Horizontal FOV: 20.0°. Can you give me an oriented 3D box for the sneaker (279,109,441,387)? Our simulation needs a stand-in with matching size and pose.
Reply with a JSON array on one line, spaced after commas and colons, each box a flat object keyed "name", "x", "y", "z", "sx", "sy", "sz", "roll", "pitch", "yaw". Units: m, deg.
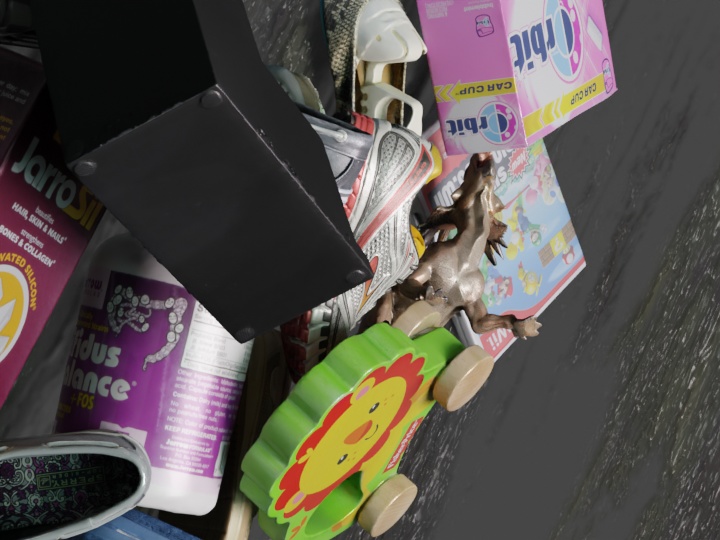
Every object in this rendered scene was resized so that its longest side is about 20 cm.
[{"name": "sneaker", "x": 0.000, "y": 0.000, "z": 1.315, "sx": 0.082, "sy": 0.078, "sz": 0.200, "roll": 10, "pitch": 113, "yaw": -17}]

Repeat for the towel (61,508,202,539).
[{"name": "towel", "x": -0.166, "y": 0.248, "z": 1.268, "sx": 0.049, "sy": 0.111, "sz": 0.200, "roll": 84, "pitch": 30, "yaw": -73}]

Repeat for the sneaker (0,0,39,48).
[{"name": "sneaker", "x": -0.235, "y": -0.192, "z": 1.154, "sx": 0.200, "sy": 0.075, "sz": 0.116, "roll": 2, "pitch": 87, "yaw": -51}]

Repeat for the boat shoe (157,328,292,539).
[{"name": "boat shoe", "x": -0.082, "y": 0.134, "z": 1.358, "sx": 0.064, "sy": 0.071, "sz": 0.201, "roll": 18, "pitch": 83, "yaw": -45}]

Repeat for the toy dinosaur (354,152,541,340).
[{"name": "toy dinosaur", "x": 0.042, "y": 0.015, "z": 1.451, "sx": 0.200, "sy": 0.136, "sz": 0.086, "roll": -36, "pitch": 120, "yaw": 11}]

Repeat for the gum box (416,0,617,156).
[{"name": "gum box", "x": 0.119, "y": -0.164, "z": 1.475, "sx": 0.200, "sy": 0.066, "sz": 0.114, "roll": -33, "pitch": 114, "yaw": -58}]

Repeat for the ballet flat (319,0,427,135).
[{"name": "ballet flat", "x": 0.014, "y": -0.124, "z": 1.409, "sx": 0.068, "sy": 0.075, "sz": 0.201, "roll": -8, "pitch": 102, "yaw": -42}]

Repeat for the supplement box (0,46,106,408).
[{"name": "supplement box", "x": -0.223, "y": -0.018, "z": 1.143, "sx": 0.200, "sy": 0.086, "sz": 0.110, "roll": -63, "pitch": 152, "yaw": -9}]

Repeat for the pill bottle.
[{"name": "pill bottle", "x": -0.123, "y": 0.044, "z": 1.270, "sx": 0.112, "sy": 0.112, "sz": 0.201, "roll": 16, "pitch": 85, "yaw": -46}]

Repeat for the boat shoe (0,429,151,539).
[{"name": "boat shoe", "x": -0.217, "y": 0.129, "z": 1.160, "sx": 0.200, "sy": 0.072, "sz": 0.070, "roll": -11, "pitch": 90, "yaw": -11}]

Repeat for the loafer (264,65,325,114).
[{"name": "loafer", "x": -0.040, "y": -0.050, "z": 1.380, "sx": 0.070, "sy": 0.075, "sz": 0.201, "roll": -43, "pitch": 132, "yaw": -49}]

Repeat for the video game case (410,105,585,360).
[{"name": "video game case", "x": 0.100, "y": -0.045, "z": 1.554, "sx": 0.143, "sy": 0.017, "sz": 0.200, "roll": -44, "pitch": 126, "yaw": -33}]

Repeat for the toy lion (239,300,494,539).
[{"name": "toy lion", "x": -0.011, "y": 0.110, "z": 1.314, "sx": 0.192, "sy": 0.069, "sz": 0.200, "roll": -24, "pitch": 149, "yaw": -49}]

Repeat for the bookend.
[{"name": "bookend", "x": -0.095, "y": -0.099, "z": 1.150, "sx": 0.199, "sy": 0.092, "sz": 0.200, "roll": 50, "pitch": 17, "yaw": -51}]

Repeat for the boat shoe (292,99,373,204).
[{"name": "boat shoe", "x": -0.086, "y": -0.108, "z": 1.239, "sx": 0.068, "sy": 0.200, "sz": 0.072, "roll": -62, "pitch": 174, "yaw": 13}]
